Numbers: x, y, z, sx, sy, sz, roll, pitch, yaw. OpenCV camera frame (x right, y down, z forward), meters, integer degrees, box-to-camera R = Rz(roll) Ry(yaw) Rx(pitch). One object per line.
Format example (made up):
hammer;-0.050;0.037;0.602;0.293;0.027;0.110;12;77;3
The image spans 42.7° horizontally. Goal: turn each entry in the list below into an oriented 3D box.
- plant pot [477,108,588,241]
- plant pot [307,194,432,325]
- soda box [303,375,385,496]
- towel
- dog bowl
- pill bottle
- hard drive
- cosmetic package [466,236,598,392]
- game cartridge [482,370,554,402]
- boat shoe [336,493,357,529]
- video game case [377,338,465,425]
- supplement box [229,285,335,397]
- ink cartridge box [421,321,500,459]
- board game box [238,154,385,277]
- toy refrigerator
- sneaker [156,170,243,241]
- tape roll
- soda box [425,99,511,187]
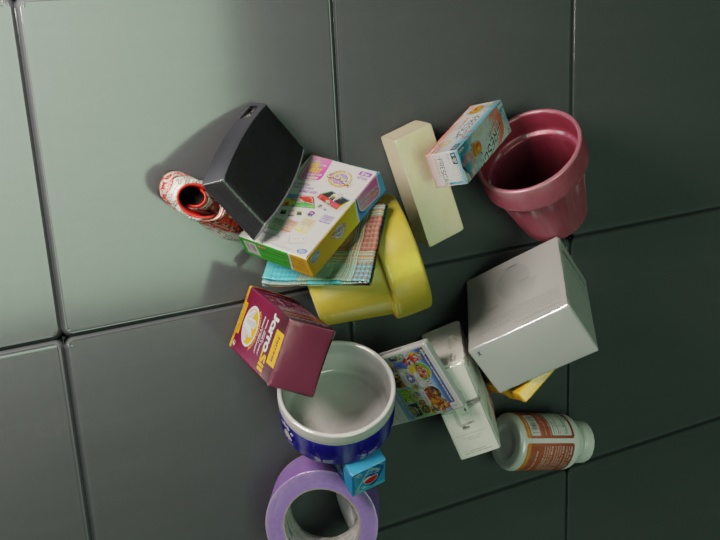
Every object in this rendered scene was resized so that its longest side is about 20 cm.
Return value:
plant pot;0.328;-0.158;1.670;0.200;0.199;0.180;-44;134;-10
plant pot;0.000;0.000;1.538;0.186;0.201;0.204;-21;113;-4
soda box;-0.033;0.281;1.577;0.067;0.201;0.065;-21;138;-20
towel;-0.059;-0.043;1.470;0.022;0.197;0.149;47;49;-54
dog bowl;-0.039;0.218;1.538;0.197;0.201;0.080;-22;138;-20
pill bottle;0.369;0.344;1.853;0.197;0.112;0.114;6;101;-28
hard drive;-0.158;-0.160;1.429;0.135;0.042;0.202;48;43;-27
cosmetic package;0.304;0.080;1.656;0.197;0.201;0.123;-27;118;24
game cartridge;0.322;0.167;1.735;0.032;0.200;0.176;46;81;-10
boat shoe;-0.009;0.386;1.697;0.067;0.072;0.204;-15;103;-21
video game case;0.068;0.205;1.626;0.144;0.198;0.018;57;35;-18
supplement box;-0.129;0.110;1.484;0.085;0.199;0.112;17;96;-29
ink cartridge box;0.184;0.219;1.699;0.082;0.147;0.202;-20;114;12
board game box;-0.075;-0.091;1.457;0.201;0.151;0.041;-51;139;-26
toy refrigerator;0.108;-0.153;1.617;0.075;0.070;0.203;-27;112;-14
sneaker;-0.219;-0.089;1.439;0.200;0.108;0.068;29;90;-30
tape roll;-0.065;0.428;1.619;0.196;0.085;0.204;1;102;3
soda box;0.188;-0.220;1.589;0.200;0.068;0.064;-49;124;-43
